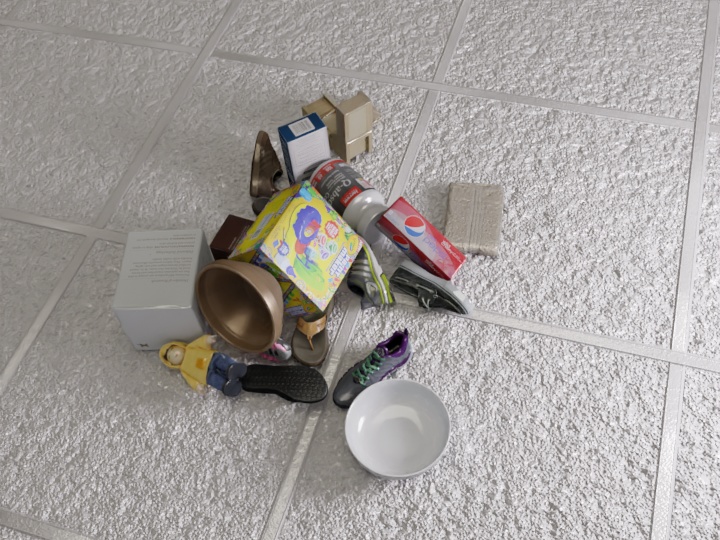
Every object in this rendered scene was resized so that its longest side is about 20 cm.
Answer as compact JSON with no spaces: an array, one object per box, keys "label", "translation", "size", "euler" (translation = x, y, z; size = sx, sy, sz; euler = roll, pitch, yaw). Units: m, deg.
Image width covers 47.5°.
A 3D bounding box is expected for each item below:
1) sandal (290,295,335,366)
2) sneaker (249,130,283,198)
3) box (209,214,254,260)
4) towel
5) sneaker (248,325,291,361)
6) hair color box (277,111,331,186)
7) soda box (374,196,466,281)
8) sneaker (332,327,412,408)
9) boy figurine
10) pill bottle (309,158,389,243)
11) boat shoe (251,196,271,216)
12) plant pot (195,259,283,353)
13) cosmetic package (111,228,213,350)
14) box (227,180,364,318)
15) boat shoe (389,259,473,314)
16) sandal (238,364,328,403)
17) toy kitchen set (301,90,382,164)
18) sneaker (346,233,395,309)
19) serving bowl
[{"label":"sandal","translation":[-0.097,0.108,1.717],"size":[0.082,0.055,0.200],"euler":[8,55,11]},{"label":"sneaker","translation":[-0.226,-0.253,1.996],"size":[0.075,0.070,0.200],"euler":[9,57,-11]},{"label":"box","translation":[-0.224,-0.046,1.831],"size":[0.200,0.075,0.100],"euler":[17,58,15]},{"label":"towel","translation":[0.256,-0.118,1.861],"size":[0.132,0.035,0.200],"euler":[5,56,11]},{"label":"sneaker","translation":[-0.210,0.112,1.722],"size":[0.200,0.079,0.095],"euler":[33,52,24]},{"label":"hair color box","translation":[-0.124,-0.262,1.897],"size":[0.100,0.200,0.061],"euler":[-25,56,-12]},{"label":"soda box","translation":[0.129,-0.061,1.760],"size":[0.200,0.063,0.070],"euler":[43,64,-2]},{"label":"sneaker","translation":[0.019,0.188,1.628],"size":[0.200,0.088,0.074],"euler":[-39,60,-21]},{"label":"boy figurine","translation":[-0.322,0.185,1.660],"size":[0.200,0.064,0.125],"euler":[19,95,29]},{"label":"pill bottle","translation":[-0.019,-0.157,1.864],"size":[0.116,0.116,0.200],"euler":[-35,58,-19]},{"label":"boat shoe","translation":[-0.160,-0.139,1.890],"size":[0.200,0.073,0.075],"euler":[16,57,16]},{"label":"plant pot","translation":[-0.220,0.056,1.611],"size":[0.201,0.201,0.093],"euler":[25,41,22]},{"label":"cosmetic package","translation":[-0.404,0.041,1.726],"size":[0.166,0.167,0.200],"euler":[-2,55,3]},{"label":"box","translation":[-0.130,-0.041,1.702],"size":[0.122,0.193,0.200],"euler":[-14,37,47]},{"label":"boat shoe","translation":[0.147,0.051,1.735],"size":[0.200,0.072,0.071],"euler":[30,71,35]},{"label":"sandal","translation":[-0.149,0.229,1.647],"size":[0.200,0.048,0.075],"euler":[7,56,26]},{"label":"toy kitchen set","translation":[-0.026,-0.409,2.006],"size":[0.163,0.181,0.200],"euler":[-32,62,-18]},{"label":"sneaker","translation":[0.000,0.000,1.778],"size":[0.081,0.074,0.200],"euler":[-24,54,-7]},{"label":"serving bowl","translation":[0.071,0.307,1.551],"size":[0.200,0.066,0.200],"euler":[-2,55,3]}]
